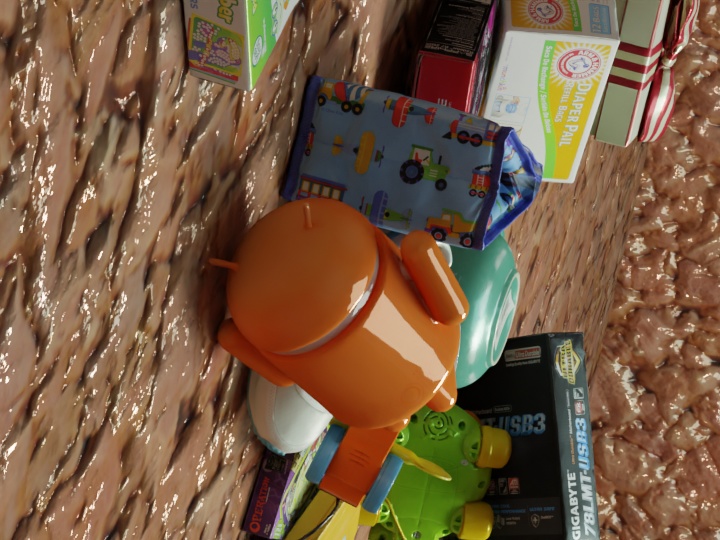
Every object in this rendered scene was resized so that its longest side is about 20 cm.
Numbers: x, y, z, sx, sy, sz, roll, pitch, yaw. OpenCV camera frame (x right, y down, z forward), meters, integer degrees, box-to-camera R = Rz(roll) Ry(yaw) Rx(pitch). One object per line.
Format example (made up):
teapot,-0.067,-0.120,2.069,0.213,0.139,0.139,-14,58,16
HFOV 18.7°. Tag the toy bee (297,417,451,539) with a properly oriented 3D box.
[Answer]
toy bee,-0.007,0.138,1.682,0.200,0.131,0.109,-40,-169,28

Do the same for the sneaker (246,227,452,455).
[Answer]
sneaker,-0.010,0.046,1.585,0.076,0.081,0.200,36,81,-34

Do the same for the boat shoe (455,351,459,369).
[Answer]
boat shoe,0.017,0.067,1.702,0.200,0.066,0.072,158,-65,-68

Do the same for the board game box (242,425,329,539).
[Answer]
board game box,-0.044,0.163,1.794,0.200,0.032,0.120,38,64,-76

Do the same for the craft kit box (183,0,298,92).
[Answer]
craft kit box,-0.048,-0.241,1.257,0.200,0.048,0.198,90,17,-50

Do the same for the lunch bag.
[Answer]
lunch bag,0.048,-0.079,1.616,0.200,0.150,0.094,-13,118,-76

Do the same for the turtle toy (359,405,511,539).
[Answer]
turtle toy,0.054,0.202,2.066,0.101,0.146,0.200,-104,-155,-70

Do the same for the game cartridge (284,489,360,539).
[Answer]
game cartridge,-0.054,0.279,1.802,0.176,0.032,0.200,-53,162,-40

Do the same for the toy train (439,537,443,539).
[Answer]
toy train,0.114,0.221,2.227,0.085,0.114,0.200,3,147,-47

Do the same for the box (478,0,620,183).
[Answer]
box,0.159,-0.184,1.962,0.200,0.101,0.113,102,-10,-52

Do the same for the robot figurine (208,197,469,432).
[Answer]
robot figurine,-0.010,0.028,1.464,0.200,0.144,0.117,43,70,-39

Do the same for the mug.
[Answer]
mug,0.079,0.014,1.951,0.152,0.114,0.185,-43,146,-67

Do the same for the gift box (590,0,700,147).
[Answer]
gift box,0.232,-0.238,2.148,0.200,0.187,0.185,-46,150,-63

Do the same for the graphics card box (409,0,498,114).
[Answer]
graphics card box,0.076,-0.159,1.819,0.200,0.051,0.126,-72,171,-61

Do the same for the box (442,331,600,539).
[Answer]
box,0.144,0.164,2.079,0.200,0.050,0.199,-10,-97,57
